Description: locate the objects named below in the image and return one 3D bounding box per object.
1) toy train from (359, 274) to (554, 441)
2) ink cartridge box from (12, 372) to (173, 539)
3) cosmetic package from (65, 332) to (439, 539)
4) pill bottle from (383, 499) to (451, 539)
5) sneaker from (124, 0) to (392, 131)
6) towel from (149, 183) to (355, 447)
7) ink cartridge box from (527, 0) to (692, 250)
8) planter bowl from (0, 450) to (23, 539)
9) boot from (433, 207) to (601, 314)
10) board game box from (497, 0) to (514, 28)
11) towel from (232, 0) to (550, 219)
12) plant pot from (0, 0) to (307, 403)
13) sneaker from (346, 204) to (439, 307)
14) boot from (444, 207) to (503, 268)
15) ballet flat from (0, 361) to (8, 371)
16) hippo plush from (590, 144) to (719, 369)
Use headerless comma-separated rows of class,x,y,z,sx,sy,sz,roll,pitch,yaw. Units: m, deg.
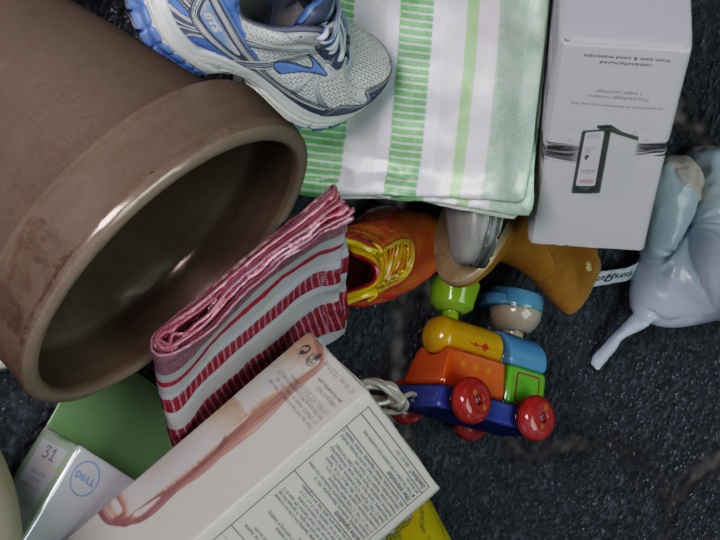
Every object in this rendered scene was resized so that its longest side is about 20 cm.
toy train,0.059,0.054,1.363,0.199,0.084,0.117,18,74,-40
ink cartridge box,-0.147,0.135,1.193,0.145,0.048,0.201,42,74,-44
cosmetic package,-0.066,0.148,1.139,0.200,0.087,0.104,-39,127,-7
pill bottle,-0.011,0.165,1.291,0.113,0.112,0.201,-47,133,-24
sneaker,-0.038,-0.139,1.085,0.199,0.085,0.078,11,59,-49
towel,-0.062,0.040,1.127,0.144,0.023,0.200,-40,163,-17
ink cartridge box,0.159,-0.130,1.226,0.201,0.084,0.147,92,3,-54
planter bowl,-0.256,0.160,0.982,0.200,0.135,0.201,-30,142,-27
boot,0.125,-0.017,1.364,0.144,0.070,0.202,58,36,-30
board game box,0.107,-0.197,1.274,0.200,0.019,0.104,-76,160,-63
towel,0.016,-0.115,1.189,0.023,0.199,0.154,-60,154,-74
plant pot,-0.157,-0.057,1.004,0.200,0.175,0.200,-42,164,-15
sneaker,0.000,0.000,1.276,0.199,0.077,0.074,-13,111,-48
boot,0.026,-0.100,1.241,0.130,0.068,0.202,-2,87,-13
ballet flat,-0.182,0.020,1.097,0.199,0.068,0.068,-18,108,-39
hippo plush,0.306,-0.009,1.525,0.199,0.160,0.160,-28,122,-37
